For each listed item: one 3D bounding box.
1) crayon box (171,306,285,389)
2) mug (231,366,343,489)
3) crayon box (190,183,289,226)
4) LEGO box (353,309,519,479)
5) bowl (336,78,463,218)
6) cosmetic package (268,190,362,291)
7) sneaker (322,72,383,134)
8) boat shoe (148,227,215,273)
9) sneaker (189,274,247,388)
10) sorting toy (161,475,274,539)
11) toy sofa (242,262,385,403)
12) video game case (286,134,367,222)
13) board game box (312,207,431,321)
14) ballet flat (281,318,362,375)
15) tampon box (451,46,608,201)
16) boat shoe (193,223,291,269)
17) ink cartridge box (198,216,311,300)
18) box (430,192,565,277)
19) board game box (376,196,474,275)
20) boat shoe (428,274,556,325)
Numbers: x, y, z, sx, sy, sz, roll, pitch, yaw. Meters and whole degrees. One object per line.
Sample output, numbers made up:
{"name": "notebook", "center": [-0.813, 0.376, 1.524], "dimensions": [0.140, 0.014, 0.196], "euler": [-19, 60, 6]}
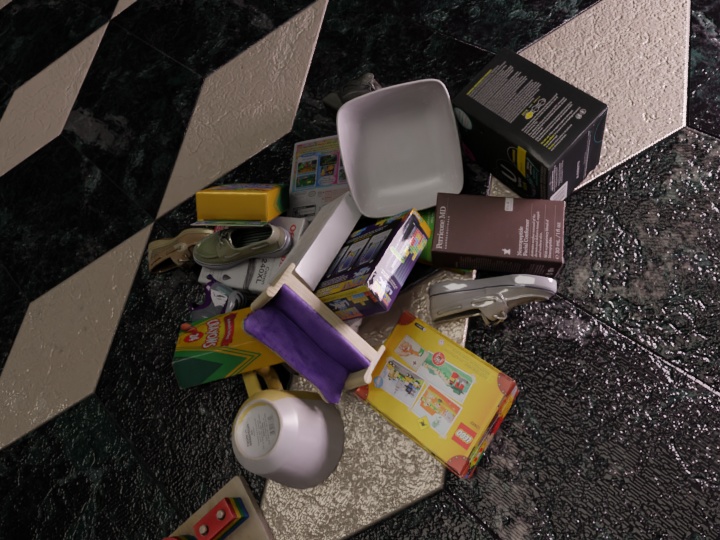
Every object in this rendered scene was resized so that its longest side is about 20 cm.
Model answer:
{"name": "crayon box", "center": [-0.192, 0.111, 0.840], "dimensions": [0.194, 0.052, 0.127], "euler": [-14, 23, -9]}
{"name": "mug", "center": [-0.134, 0.244, 0.810], "dimensions": [0.183, 0.153, 0.152], "euler": [23, 79, 28]}
{"name": "crayon box", "center": [-0.205, -0.120, 0.922], "dimensions": [0.122, 0.200, 0.053], "euler": [1, 105, 4]}
{"name": "LEGO box", "center": [0.111, 0.180, 0.779], "dimensions": [0.198, 0.077, 0.151], "euler": [32, 84, 29]}
{"name": "bowl", "center": [0.068, -0.203, 0.888], "dimensions": [0.194, 0.075, 0.205], "euler": [-11, 104, 11]}
{"name": "cosmetic package", "center": [-0.069, -0.042, 0.884], "dimensions": [0.082, 0.051, 0.202], "euler": [-24, 27, 47]}
{"name": "sneaker", "center": [0.015, -0.314, 0.997], "dimensions": [0.114, 0.077, 0.200], "euler": [-41, 43, -3]}
{"name": "boat shoe", "center": [-0.350, -0.036, 1.061], "dimensions": [0.195, 0.071, 0.066], "euler": [-12, 69, 28]}
{"name": "sneaker", "center": [-0.279, 0.110, 0.942], "dimensions": [0.086, 0.074, 0.203], "euler": [32, 100, 8]}
{"name": "sorting toy", "center": [-0.228, 0.466, 0.808], "dimensions": [0.198, 0.070, 0.201], "euler": [-41, 61, 2]}
{"name": "toy sofa", "center": [-0.069, 0.097, 0.764], "dimensions": [0.199, 0.082, 0.098], "euler": [43, 56, -10]}
{"name": "video game case", "center": [-0.047, -0.180, 1.018], "dimensions": [0.194, 0.024, 0.187], "euler": [-5, 67, 21]}
{"name": "board game box", "center": [0.000, 0.000, 0.825], "dimensions": [0.198, 0.057, 0.167], "euler": [-17, 33, 50]}
{"name": "ballet flat", "center": [-0.048, 0.111, 0.887], "dimensions": [0.198, 0.072, 0.073], "euler": [-36, 61, 5]}
{"name": "tampon box", "center": [0.263, -0.218, 0.834], "dimensions": [0.126, 0.150, 0.200], "euler": [-44, 60, -2]}
{"name": "boat shoe", "center": [-0.216, -0.052, 0.915], "dimensions": [0.195, 0.062, 0.074], "euler": [-10, 66, 19]}
{"name": "ink cartridge box", "center": [-0.183, -0.023, 0.975], "dimensions": [0.195, 0.083, 0.149], "euler": [6, 72, 25]}
{"name": "box", "center": [0.211, -0.056, 0.816], "dimensions": [0.194, 0.075, 0.103], "euler": [4, 73, 13]}
{"name": "board game box", "center": [0.117, -0.061, 0.902], "dimensions": [0.196, 0.030, 0.098], "euler": [16, 76, 28]}
{"name": "boat shoe", "center": [0.198, 0.049, 0.802], "dimensions": [0.194, 0.072, 0.068], "euler": [-4, 72, 21]}
